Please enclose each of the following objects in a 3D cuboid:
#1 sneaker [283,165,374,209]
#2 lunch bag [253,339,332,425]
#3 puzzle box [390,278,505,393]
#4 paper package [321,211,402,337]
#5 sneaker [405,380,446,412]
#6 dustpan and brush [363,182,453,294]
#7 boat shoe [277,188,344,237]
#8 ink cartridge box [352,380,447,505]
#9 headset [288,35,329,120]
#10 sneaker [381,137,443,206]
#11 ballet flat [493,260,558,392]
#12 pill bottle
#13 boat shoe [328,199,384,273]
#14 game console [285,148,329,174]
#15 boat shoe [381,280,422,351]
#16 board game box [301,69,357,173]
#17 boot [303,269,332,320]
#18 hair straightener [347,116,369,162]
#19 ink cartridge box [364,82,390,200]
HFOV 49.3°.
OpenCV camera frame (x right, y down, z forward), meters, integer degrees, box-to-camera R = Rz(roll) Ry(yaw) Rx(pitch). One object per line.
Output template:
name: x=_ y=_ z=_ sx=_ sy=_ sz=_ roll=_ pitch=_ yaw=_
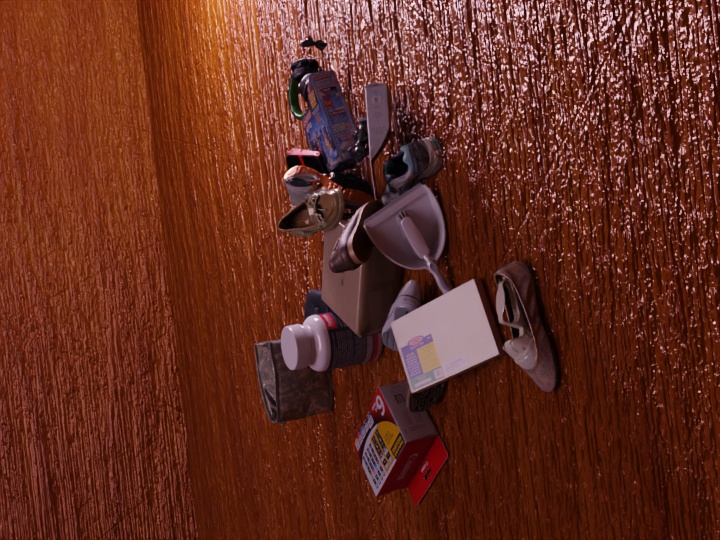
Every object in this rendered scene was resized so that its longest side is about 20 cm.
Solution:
sneaker: x=-0.063 y=-0.158 z=1.659 sx=0.093 sy=0.196 sz=0.077 roll=89 pitch=-159 yaw=-53
lunch bag: x=-0.162 y=0.267 z=1.932 sx=0.117 sy=0.161 sz=0.205 roll=-16 pitch=82 yaw=57
puzzle box: x=0.146 y=0.115 z=1.352 sx=0.198 sy=0.025 sz=0.136 roll=-30 pitch=69 yaw=37
paper package: x=0.000 y=0.000 z=1.613 sx=0.190 sy=0.102 sz=0.204 roll=38 pitch=130 yaw=54
sneaker: x=0.125 y=0.168 z=1.462 sx=0.076 sy=0.069 sz=0.203 roll=-115 pitch=36 yaw=-57
dustpan and brush: x=0.111 y=-0.035 z=1.401 sx=0.202 sy=0.138 sz=0.057 roll=58 pitch=177 yaw=-12
boat shoe: x=-0.099 y=-0.112 z=1.596 sx=0.199 sy=0.062 sz=0.075 roll=-29 pitch=68 yaw=53
ink cartridge box: x=0.076 y=0.355 z=1.570 sx=0.177 sy=0.082 sz=0.202 roll=61 pitch=145 yaw=36
headset: x=-0.125 y=-0.432 z=1.764 sx=0.201 sy=0.092 sz=0.125 roll=-57 pitch=47 yaw=42
sneaker: x=0.071 y=-0.179 z=1.444 sx=0.200 sy=0.085 sz=0.079 roll=-52 pitch=52 yaw=55
ballet flat: x=0.242 y=0.088 z=1.191 sx=0.068 sy=0.066 sz=0.204 roll=-35 pitch=65 yaw=60
pill bottle: x=-0.062 y=0.149 z=1.665 sx=0.119 sy=0.196 sz=0.122 roll=24 pitch=118 yaw=58
boat shoe: x=-0.005 y=-0.064 z=1.446 sx=0.070 sy=0.201 sz=0.071 roll=-29 pitch=104 yaw=33
game console: x=-0.093 y=-0.177 z=1.766 sx=0.176 sy=0.031 sz=0.203 roll=16 pitch=133 yaw=57
boat shoe: x=0.090 y=0.090 z=1.506 sx=0.201 sy=0.072 sz=0.068 roll=110 pitch=-178 yaw=-60
board game box: x=-0.068 y=-0.313 z=1.690 sx=0.200 sy=0.060 sz=0.204 roll=160 pitch=94 yaw=-72
boot: x=-0.079 y=0.056 z=1.810 sx=0.167 sy=0.075 sz=0.205 roll=9 pitch=110 yaw=59
hair straightener: x=-0.005 y=-0.253 z=1.495 sx=0.200 sy=0.040 sz=0.079 roll=-61 pitch=-31 yaw=-72
ink cartridge box: x=0.040 y=-0.237 z=1.461 sx=0.160 sy=0.046 sz=0.205 roll=-68 pitch=-27 yaw=-82
